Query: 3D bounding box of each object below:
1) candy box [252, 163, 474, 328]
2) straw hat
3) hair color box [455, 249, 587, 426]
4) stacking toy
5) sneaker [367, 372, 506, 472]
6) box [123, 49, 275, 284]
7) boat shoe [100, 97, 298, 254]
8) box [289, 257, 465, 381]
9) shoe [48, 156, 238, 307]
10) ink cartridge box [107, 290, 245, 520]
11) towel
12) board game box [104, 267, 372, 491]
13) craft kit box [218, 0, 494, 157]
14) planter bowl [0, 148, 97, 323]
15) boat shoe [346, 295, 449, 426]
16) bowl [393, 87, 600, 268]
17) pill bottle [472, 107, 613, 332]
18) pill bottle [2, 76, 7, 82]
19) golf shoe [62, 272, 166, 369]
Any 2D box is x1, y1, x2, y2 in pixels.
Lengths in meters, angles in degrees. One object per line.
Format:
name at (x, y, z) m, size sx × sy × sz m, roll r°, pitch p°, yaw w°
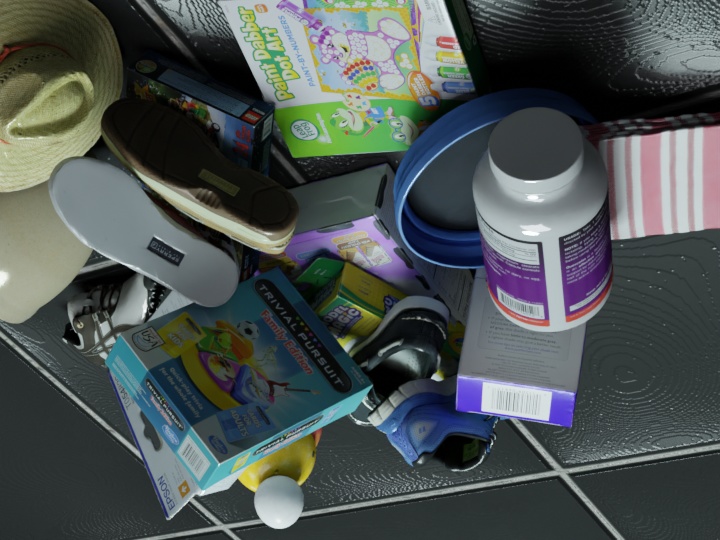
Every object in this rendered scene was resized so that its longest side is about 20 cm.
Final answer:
candy box at (0.000, 0.000, 1.745) m, size 0.167 × 0.072 × 0.200 m, roll -12°, pitch 136°, yaw 31°
straw hat at (-0.278, -0.148, 1.528) m, size 0.085 × 0.201 × 0.201 m, roll 32°, pitch 167°, yaw 50°
hair color box at (0.155, 0.039, 1.637) m, size 0.109 × 0.201 × 0.065 m, roll 8°, pitch 145°, yaw 7°
stacking toy at (-0.089, 0.177, 1.782) m, size 0.145 × 0.201 × 0.147 m, roll -5°, pitch 137°, yaw -5°
sneaker at (0.094, 0.146, 1.660) m, size 0.199 × 0.089 × 0.079 m, roll -10°, pitch 153°, yaw -48°
box at (-0.153, -0.090, 1.640) m, size 0.136 × 0.038 × 0.201 m, roll 25°, pitch 135°, yaw 17°
boat shoe at (-0.148, -0.075, 1.575) m, size 0.200 × 0.072 × 0.076 m, roll 36°, pitch 154°, yaw 10°
box at (0.013, 0.064, 1.725) m, size 0.199 × 0.049 × 0.117 m, roll 29°, pitch 139°, yaw -17°
shoe at (-0.203, -0.038, 1.593) m, size 0.200 × 0.072 × 0.091 m, roll 35°, pitch 176°, yaw -26°
ink cartridge box at (-0.156, 0.112, 1.764) m, size 0.040 × 0.200 × 0.200 m, roll 11°, pitch 131°, yaw -45°
towel at (0.277, -0.085, 1.548) m, size 0.199 × 0.030 × 0.147 m, roll -6°, pitch 143°, yaw 6°
board game box at (-0.108, 0.093, 1.618) m, size 0.151 × 0.200 × 0.047 m, roll 50°, pitch 135°, yaw 16°
craft kit box at (0.003, -0.182, 1.530) m, size 0.196 × 0.049 × 0.200 m, roll 0°, pitch 141°, yaw 23°
planter bowl at (-0.317, -0.070, 1.681) m, size 0.134 × 0.201 × 0.200 m, roll -30°, pitch 131°, yaw 9°
boat shoe at (0.025, 0.100, 1.680) m, size 0.075 × 0.061 × 0.200 m, roll 16°, pitch 141°, yaw -7°
bowl at (0.123, -0.081, 1.560) m, size 0.199 × 0.040 × 0.201 m, roll -13°, pitch 143°, yaw -10°
pill bottle at (0.154, -0.044, 1.495) m, size 0.112 × 0.113 × 0.200 m, roll 4°, pitch 145°, yaw 13°
pill bottle at (-0.384, -0.207, 1.562) m, size 0.114 × 0.115 × 0.200 m, roll -5°, pitch 139°, yaw 23°
golf shoe at (-0.264, 0.046, 1.889) m, size 0.094 × 0.078 × 0.200 m, roll 22°, pitch 142°, yaw -10°
